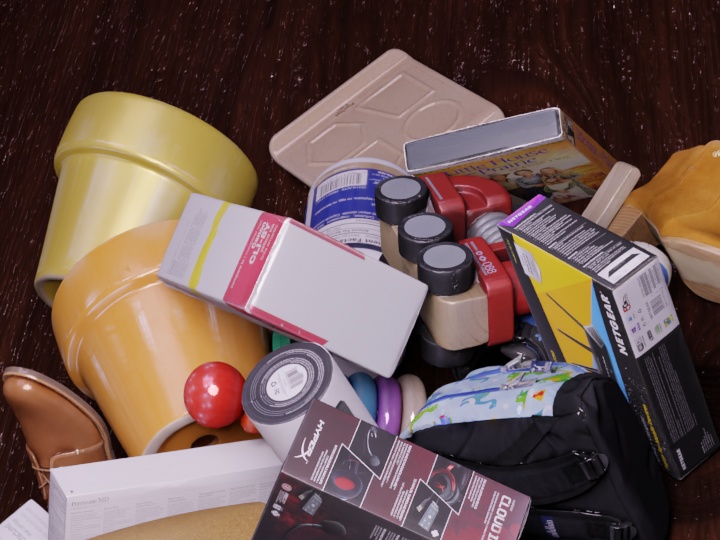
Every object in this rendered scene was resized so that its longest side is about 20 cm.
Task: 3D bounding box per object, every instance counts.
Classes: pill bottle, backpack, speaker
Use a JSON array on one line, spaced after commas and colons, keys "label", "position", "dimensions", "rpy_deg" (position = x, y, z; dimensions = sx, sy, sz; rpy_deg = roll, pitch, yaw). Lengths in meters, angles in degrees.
[{"label": "pill bottle", "position": [0.000, 0.000, 1.905], "dimensions": [0.115, 0.116, 0.201], "rpy_deg": [-15, 38, 17]}, {"label": "backpack", "position": [0.125, 0.147, 1.628], "dimensions": [0.199, 0.164, 0.154], "rpy_deg": [-15, 28, 28]}, {"label": "speaker", "position": [-0.017, 0.148, 1.664], "dimensions": [0.081, 0.201, 0.082], "rpy_deg": [-17, 43, 16]}]

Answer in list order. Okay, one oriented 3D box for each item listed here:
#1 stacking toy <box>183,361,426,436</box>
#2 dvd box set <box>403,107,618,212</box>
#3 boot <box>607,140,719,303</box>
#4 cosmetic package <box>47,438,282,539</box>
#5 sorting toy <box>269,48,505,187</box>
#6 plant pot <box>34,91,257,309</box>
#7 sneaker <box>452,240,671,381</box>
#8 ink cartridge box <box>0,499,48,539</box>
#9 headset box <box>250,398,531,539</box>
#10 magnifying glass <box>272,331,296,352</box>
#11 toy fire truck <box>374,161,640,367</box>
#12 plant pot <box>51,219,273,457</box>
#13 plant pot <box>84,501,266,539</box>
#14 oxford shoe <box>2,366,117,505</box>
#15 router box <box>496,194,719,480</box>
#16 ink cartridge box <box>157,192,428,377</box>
[{"label": "stacking toy", "position": [-0.049, 0.116, 1.740], "dimensions": [0.198, 0.086, 0.086], "rpy_deg": [9, 35, -13]}, {"label": "dvd box set", "position": [0.140, -0.092, 1.873], "dimensions": [0.145, 0.200, 0.030], "rpy_deg": [-12, 74, 19]}, {"label": "boot", "position": [0.308, -0.050, 1.803], "dimensions": [0.200, 0.071, 0.144], "rpy_deg": [15, 54, 49]}, {"label": "cosmetic package", "position": [-0.155, 0.193, 1.723], "dimensions": [0.198, 0.083, 0.051], "rpy_deg": [-6, 29, -25]}, {"label": "sorting toy", "position": [0.027, -0.131, 2.122], "dimensions": [0.185, 0.037, 0.200], "rpy_deg": [-38, 41, -13]}, {"label": "plant pot", "position": [-0.225, -0.042, 2.053], "dimensions": [0.199, 0.201, 0.190], "rpy_deg": [5, 61, 37]}, {"label": "sneaker", "position": [0.168, 0.049, 1.768], "dimensions": [0.198, 0.077, 0.112], "rpy_deg": [-15, 35, 19]}, {"label": "ink cartridge box", "position": [-0.303, 0.308, 1.753], "dimensions": [0.200, 0.084, 0.145], "rpy_deg": [-40, 38, -18]}, {"label": "headset box", "position": [0.026, 0.199, 1.563], "dimensions": [0.199, 0.149, 0.075], "rpy_deg": [25, 51, 0]}, {"label": "magnifying glass", "position": [-0.055, 0.059, 1.915], "dimensions": [0.022, 0.080, 0.200], "rpy_deg": [-15, 27, 9]}, {"label": "toy fire truck", "position": [0.125, -0.031, 1.753], "dimensions": [0.198, 0.130, 0.176], "rpy_deg": [-12, 33, -13]}, {"label": "plant pot", "position": [-0.156, 0.090, 1.853], "dimensions": [0.199, 0.201, 0.184], "rpy_deg": [-26, 51, 3]}, {"label": "plant pot", "position": [-0.141, 0.269, 1.643], "dimensions": [0.199, 0.188, 0.186], "rpy_deg": [-26, 33, -24]}, {"label": "oxford shoe", "position": [-0.256, 0.160, 1.808], "dimensions": [0.071, 0.201, 0.072], "rpy_deg": [3, 49, 32]}, {"label": "router box", "position": [0.195, 0.052, 1.643], "dimensions": [0.051, 0.201, 0.149], "rpy_deg": [-35, 35, -16]}, {"label": "ink cartridge box", "position": [-0.060, 0.008, 1.713], "dimensions": [0.200, 0.144, 0.084], "rpy_deg": [16, 82, 62]}]
